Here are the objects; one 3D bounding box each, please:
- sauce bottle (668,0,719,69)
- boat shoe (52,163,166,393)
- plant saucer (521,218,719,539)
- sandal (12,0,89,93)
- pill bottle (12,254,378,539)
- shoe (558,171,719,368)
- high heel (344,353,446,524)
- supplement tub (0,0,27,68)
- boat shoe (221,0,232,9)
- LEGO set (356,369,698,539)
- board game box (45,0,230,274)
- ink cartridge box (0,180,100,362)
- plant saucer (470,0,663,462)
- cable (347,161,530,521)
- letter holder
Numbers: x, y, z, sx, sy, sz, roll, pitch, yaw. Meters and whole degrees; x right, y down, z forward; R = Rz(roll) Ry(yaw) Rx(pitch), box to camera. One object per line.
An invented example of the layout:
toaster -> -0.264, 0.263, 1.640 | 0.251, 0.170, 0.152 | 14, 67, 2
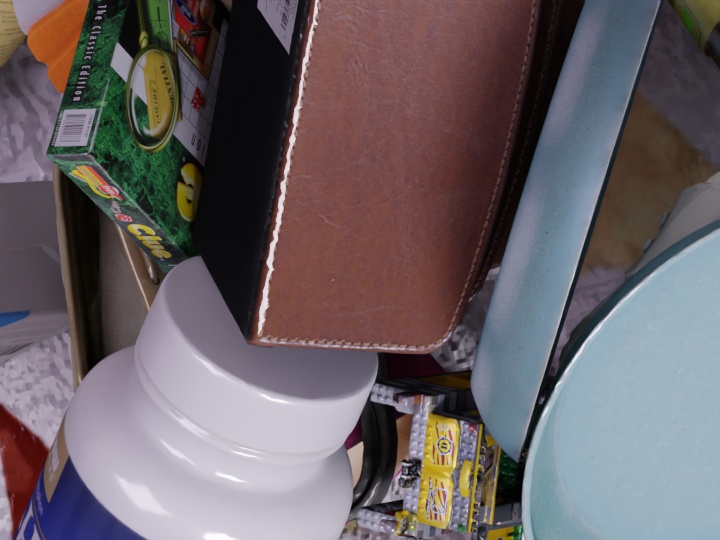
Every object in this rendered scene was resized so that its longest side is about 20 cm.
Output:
sauce bottle -> 0.117, -0.163, 1.122 | 0.065, 0.065, 0.201 | -43, 66, 30
boat shoe -> -0.103, 0.038, 1.295 | 0.073, 0.063, 0.202 | -1, 91, 37
plant saucer -> 0.142, 0.049, 1.047 | 0.201, 0.199, 0.036 | -63, 35, 21
sandal -> -0.079, -0.077, 1.259 | 0.079, 0.059, 0.207 | -12, 116, 43
pill bottle -> -0.070, 0.098, 1.146 | 0.120, 0.119, 0.201 | 42, 124, 27
shoe -> 0.157, -0.016, 1.080 | 0.199, 0.070, 0.054 | -32, 63, 9
high heel -> -0.024, 0.116, 1.240 | 0.096, 0.067, 0.201 | 28, 96, 43
supplement tub -> -0.204, -0.154, 1.309 | 0.200, 0.145, 0.146 | -46, 66, 28
boat shoe -> -0.038, -0.133, 1.234 | 0.200, 0.068, 0.075 | 50, 117, 22
LEGO set -> 0.066, 0.122, 1.139 | 0.153, 0.116, 0.201 | 22, 105, 34
board game box -> -0.058, -0.044, 1.159 | 0.023, 0.200, 0.105 | 3, 65, 27
ink cartridge box -> -0.231, 0.025, 1.357 | 0.199, 0.115, 0.068 | -26, 77, 34
plant saucer -> 0.075, -0.031, 1.041 | 0.027, 0.200, 0.201 | 18, 105, 5
cable -> 0.000, 0.000, 1.175 | 0.097, 0.050, 0.201 | 24, 94, 12
letter holder -> 0.030, -0.079, 1.066 | 0.101, 0.141, 0.201 | -124, 41, -62
